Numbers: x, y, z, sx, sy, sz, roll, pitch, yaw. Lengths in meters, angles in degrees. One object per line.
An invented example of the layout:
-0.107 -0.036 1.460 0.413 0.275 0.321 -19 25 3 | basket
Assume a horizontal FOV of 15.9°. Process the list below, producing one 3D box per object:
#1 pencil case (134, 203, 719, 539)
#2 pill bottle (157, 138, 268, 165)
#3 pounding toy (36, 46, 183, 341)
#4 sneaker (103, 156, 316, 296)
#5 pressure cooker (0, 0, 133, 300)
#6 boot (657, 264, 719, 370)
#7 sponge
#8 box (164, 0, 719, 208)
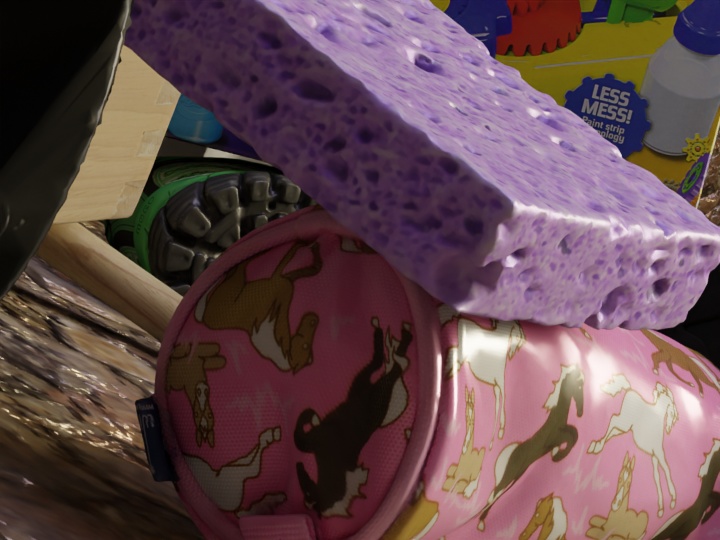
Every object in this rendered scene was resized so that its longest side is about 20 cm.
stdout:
0.033 0.045 0.625 0.200 0.087 0.083 19 32 -57 | pencil case
-0.042 -0.069 1.071 0.111 0.111 0.200 30 16 21 | pill bottle
-0.132 -0.065 0.731 0.184 0.143 0.200 30 17 23 | pounding toy
0.000 0.000 0.908 0.200 0.078 0.085 23 7 -36 | sneaker
-0.143 -0.068 0.363 0.178 0.176 0.200 28 8 -41 | pressure cooker
0.146 0.069 0.772 0.151 0.073 0.200 53 -14 -28 | boot
-0.015 -0.056 0.587 0.200 0.030 0.111 40 18 28 | sponge
0.031 -0.122 0.895 0.199 0.193 0.122 13 5 -4 | box
